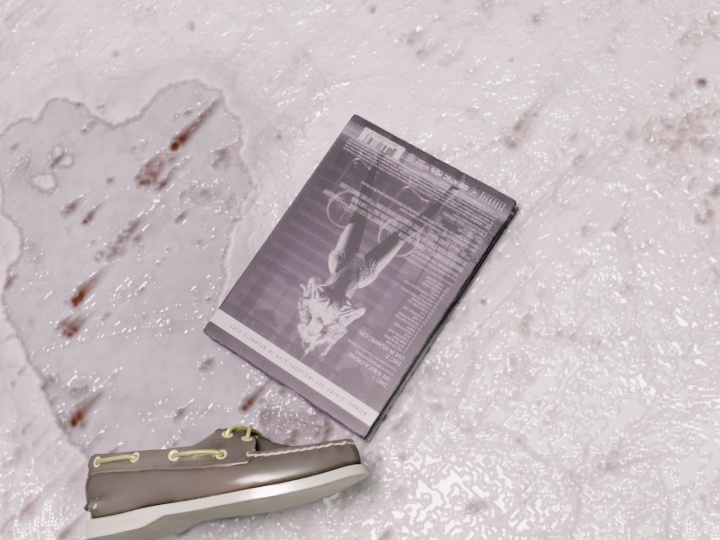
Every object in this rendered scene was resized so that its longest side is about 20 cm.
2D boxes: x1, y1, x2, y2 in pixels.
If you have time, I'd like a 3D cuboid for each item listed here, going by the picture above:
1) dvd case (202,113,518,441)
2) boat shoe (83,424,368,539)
[{"bbox_3d":[0.000,0.000,0.866,0.148,0.016,0.201,30,78,22],"label":"dvd case"},{"bbox_3d":[-0.094,0.135,0.805,0.199,0.072,0.061,-14,70,13],"label":"boat shoe"}]
